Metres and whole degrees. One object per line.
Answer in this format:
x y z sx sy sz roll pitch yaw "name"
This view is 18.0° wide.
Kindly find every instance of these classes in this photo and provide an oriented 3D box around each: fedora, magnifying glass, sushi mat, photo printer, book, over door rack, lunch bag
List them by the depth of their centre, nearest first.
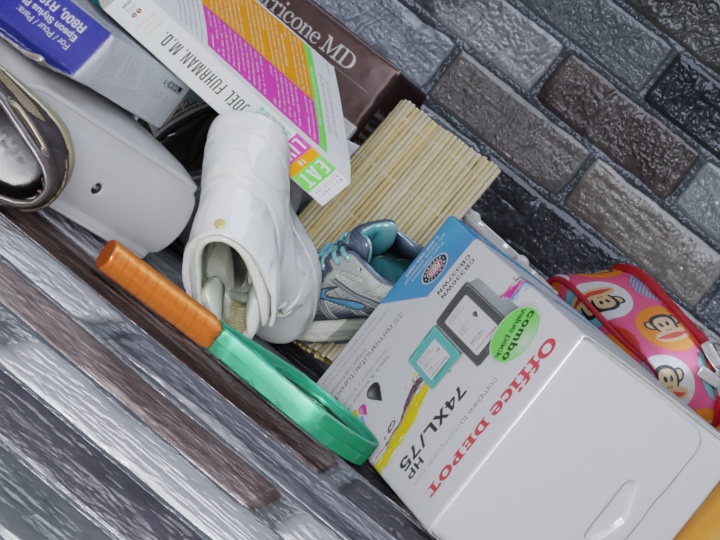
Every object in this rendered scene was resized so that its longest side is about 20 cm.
-0.068 0.048 1.307 0.200 0.022 0.080 36 5 -20 "magnifying glass"
-0.206 -0.098 1.351 0.166 0.070 0.200 41 5 38 "photo printer"
-0.087 -0.141 1.424 0.200 0.048 0.134 42 18 -32 "book"
0.181 0.114 1.578 0.082 0.201 0.176 -9 38 -27 "lunch bag"
0.005 -0.028 1.612 0.095 0.200 0.012 35 -22 15 "sushi mat"
0.060 0.039 1.613 0.067 0.148 0.200 40 5 -24 "over door rack"
-0.101 -0.070 1.618 0.200 0.176 0.091 -88 163 -62 "fedora"

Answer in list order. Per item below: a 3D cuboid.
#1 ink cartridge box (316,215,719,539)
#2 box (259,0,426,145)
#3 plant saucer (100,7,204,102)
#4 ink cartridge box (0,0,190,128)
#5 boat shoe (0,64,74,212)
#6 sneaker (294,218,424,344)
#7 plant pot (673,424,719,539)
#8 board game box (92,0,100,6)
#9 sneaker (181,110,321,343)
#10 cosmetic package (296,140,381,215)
0.096 0.092 1.374 0.146 0.147 0.200 37 4 -30 "ink cartridge box"
-0.074 -0.131 1.949 0.166 0.200 0.164 38 5 9 "box"
-0.164 -0.150 1.532 0.200 0.039 0.201 12 0 0 "plant saucer"
-0.210 -0.170 1.340 0.199 0.041 0.200 38 4 15 "ink cartridge box"
-0.230 -0.104 1.192 0.200 0.075 0.073 36 4 -15 "boat shoe"
0.000 0.000 1.514 0.199 0.078 0.087 10 -50 31 "sneaker"
0.245 0.183 1.414 0.200 0.184 0.200 38 4 -3 "plant pot"
-0.235 -0.191 1.607 0.200 0.152 0.045 36 45 -37 "board game box"
-0.073 0.010 1.412 0.073 0.116 0.201 2 -38 12 "sneaker"
-0.015 -0.030 1.734 0.082 0.051 0.200 23 -24 -2 "cosmetic package"
